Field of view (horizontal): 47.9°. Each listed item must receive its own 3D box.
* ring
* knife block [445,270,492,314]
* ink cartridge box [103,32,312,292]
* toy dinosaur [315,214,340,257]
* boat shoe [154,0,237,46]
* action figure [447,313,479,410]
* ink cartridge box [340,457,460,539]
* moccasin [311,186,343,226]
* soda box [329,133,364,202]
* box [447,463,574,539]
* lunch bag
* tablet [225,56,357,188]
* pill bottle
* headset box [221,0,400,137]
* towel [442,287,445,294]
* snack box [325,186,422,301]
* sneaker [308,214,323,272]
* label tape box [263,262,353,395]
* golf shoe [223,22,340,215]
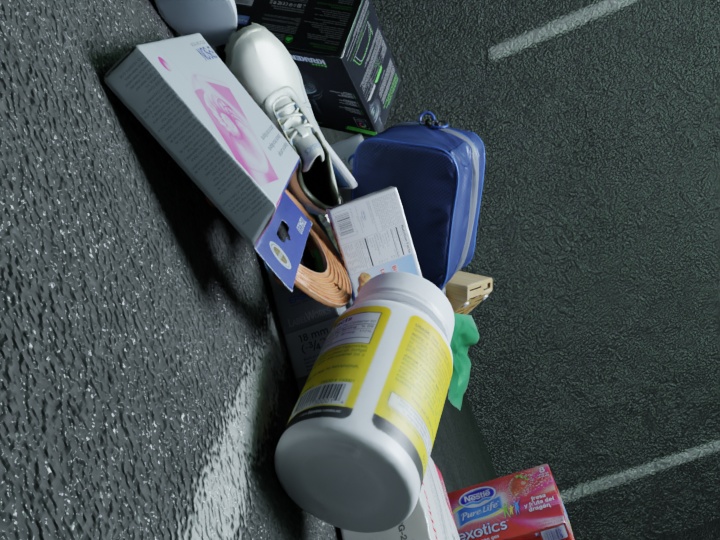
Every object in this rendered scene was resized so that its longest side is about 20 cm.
[{"bbox_3d":[-0.079,-0.044,0.718,0.201,0.019,0.201,48,13,-14],"label":"ring"},{"bbox_3d":[0.073,0.016,1.175,0.063,0.200,0.177,-15,66,-46],"label":"knife block"},{"bbox_3d":[-0.098,-0.098,0.656,0.200,0.043,0.197,49,13,-14],"label":"ink cartridge box"},{"bbox_3d":[0.000,0.000,0.896,0.202,0.047,0.088,63,14,14],"label":"toy dinosaur"},{"bbox_3d":[-0.169,-0.288,0.717,0.199,0.072,0.069,46,38,-50],"label":"boat shoe"},{"bbox_3d":[0.084,0.077,0.915,0.200,0.054,0.120,46,46,-60],"label":"action figure"},{"bbox_3d":[0.042,0.249,0.804,0.201,0.083,0.147,60,12,-56],"label":"ink cartridge box"},{"bbox_3d":[-0.080,-0.107,0.905,0.074,0.078,0.202,41,-12,46],"label":"moccasin"},{"bbox_3d":[0.005,-0.094,1.105,0.201,0.067,0.065,58,16,-57],"label":"soda box"},{"bbox_3d":[0.159,0.330,0.995,0.096,0.197,0.101,-94,161,-58],"label":"box"},{"bbox_3d":[0.070,-0.087,0.968,0.132,0.134,0.203,-35,135,-61],"label":"lunch bag"},{"bbox_3d":[-0.081,-0.174,0.926,0.201,0.014,0.130,52,-9,-15],"label":"tablet"},{"bbox_3d":[0.014,0.098,0.665,0.115,0.113,0.201,65,30,-29],"label":"pill bottle"},{"bbox_3d":[-0.058,-0.258,1.001,0.200,0.171,0.094,53,55,-66],"label":"headset box"},{"bbox_3d":[0.062,0.094,1.025,0.200,0.084,0.169,-29,117,-68],"label":"towel"},{"bbox_3d":[0.029,0.024,0.804,0.024,0.071,0.203,-146,-142,-75],"label":"snack box"},{"bbox_3d":[-0.008,0.011,1.044,0.077,0.082,0.203,-66,137,-78],"label":"sneaker"},{"bbox_3d":[-0.034,0.061,0.826,0.144,0.062,0.203,46,26,-73],"label":"label tape box"},{"bbox_3d":[-0.065,-0.144,0.797,0.097,0.078,0.202,33,-28,51],"label":"golf shoe"}]
